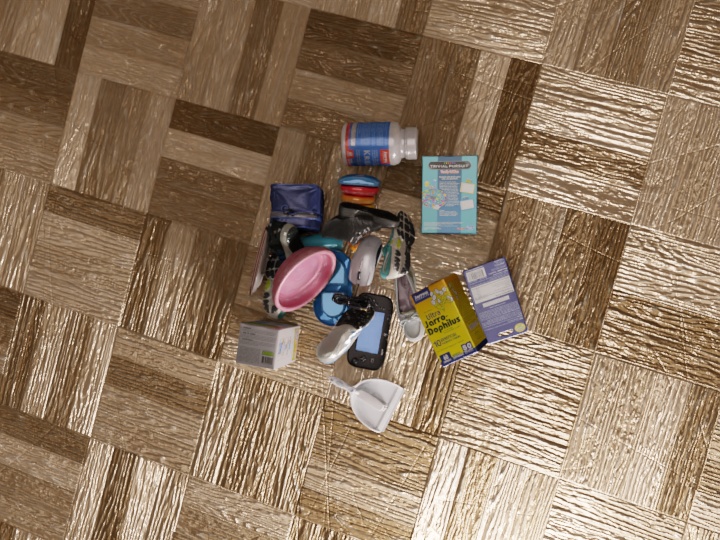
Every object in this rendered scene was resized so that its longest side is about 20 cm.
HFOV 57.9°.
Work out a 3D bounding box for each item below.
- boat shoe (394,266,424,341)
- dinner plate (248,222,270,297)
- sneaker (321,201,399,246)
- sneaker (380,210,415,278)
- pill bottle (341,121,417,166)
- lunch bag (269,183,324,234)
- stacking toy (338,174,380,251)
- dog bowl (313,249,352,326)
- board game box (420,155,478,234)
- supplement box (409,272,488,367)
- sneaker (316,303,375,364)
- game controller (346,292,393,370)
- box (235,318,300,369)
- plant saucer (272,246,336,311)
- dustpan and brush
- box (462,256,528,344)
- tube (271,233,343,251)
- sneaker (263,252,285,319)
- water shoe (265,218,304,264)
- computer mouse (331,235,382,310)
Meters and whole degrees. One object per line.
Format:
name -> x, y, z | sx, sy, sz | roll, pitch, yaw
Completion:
boat shoe -> 0.125, 0.087, 1.727 | 0.073, 0.065, 0.208 | -7, 87, 19
dinner plate -> -0.265, -0.026, 1.740 | 0.024, 0.200, 0.205 | 15, 93, -13
sneaker -> -0.001, -0.112, 1.691 | 0.195, 0.060, 0.106 | 15, 116, 7
sneaker -> 0.089, -0.069, 1.706 | 0.079, 0.077, 0.204 | -21, 45, 43
pill bottle -> 0.053, -0.335, 1.722 | 0.195, 0.112, 0.116 | 0, 90, 11
lunch bag -> -0.167, -0.154, 1.715 | 0.132, 0.200, 0.136 | 1, 92, 4
stacking toy -> -0.006, -0.152, 1.747 | 0.113, 0.110, 0.206 | 3, 102, 2
dog bowl -> -0.070, 0.048, 1.773 | 0.108, 0.050, 0.206 | 1, 90, 10
board game box -> 0.236, -0.199, 1.723 | 0.147, 0.047, 0.206 | 1, 90, 10
supplement box -> 0.229, 0.126, 1.679 | 0.107, 0.109, 0.204 | -28, 85, 26
sneaker -> -0.038, 0.167, 1.729 | 0.200, 0.072, 0.072 | -44, 67, 2
game controller -> 0.026, 0.165, 1.760 | 0.102, 0.042, 0.205 | 10, 92, 10
box -> -0.242, 0.192, 1.725 | 0.110, 0.200, 0.104 | 8, 90, 11
plant saucer -> -0.152, 0.014, 1.669 | 0.051, 0.200, 0.201 | 43, 96, 25
dustpan and brush -> 0.002, 0.334, 1.753 | 0.197, 0.057, 0.142 | 29, 94, 9
box -> 0.354, 0.079, 1.708 | 0.118, 0.032, 0.205 | -18, 87, 10
tube -> -0.146, -0.071, 1.749 | 0.195, 0.077, 0.052 | -8, 78, -15
sneaker -> -0.219, 0.032, 1.779 | 0.076, 0.080, 0.205 | 5, 72, 19
water shoe -> -0.192, -0.064, 1.662 | 0.078, 0.202, 0.072 | 26, 60, 16
computer mouse -> 0.000, 0.000, 1.708 | 0.107, 0.044, 0.205 | 14, 82, 21
